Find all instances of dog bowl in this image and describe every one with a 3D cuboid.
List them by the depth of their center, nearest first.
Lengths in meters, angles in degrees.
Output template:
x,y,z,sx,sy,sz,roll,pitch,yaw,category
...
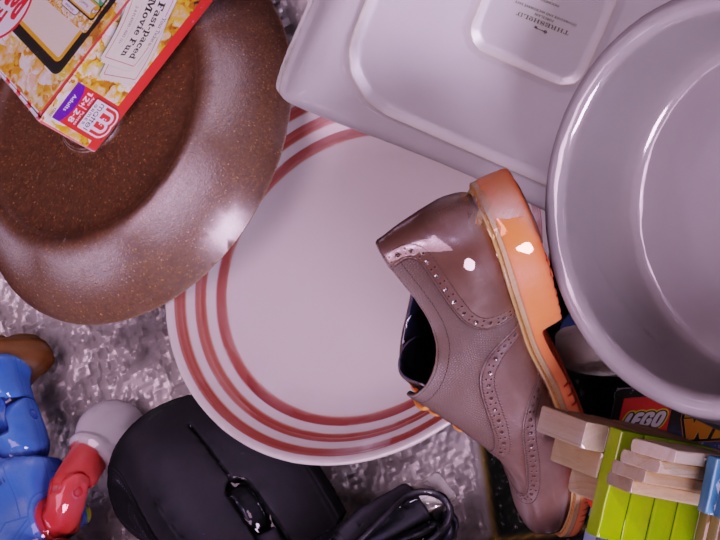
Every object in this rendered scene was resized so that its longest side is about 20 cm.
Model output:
x,y,z,sx,sy,sz,roll,pitch,yaw,category
0.163,-0.027,1.129,0.200,0.059,0.201,-1,89,36,dog bowl

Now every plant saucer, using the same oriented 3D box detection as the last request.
x,y,z,sx,sy,sz,roll,pitch,yaw,category
-0.124,-0.073,1.374,0.200,0.037,0.201,-14,63,31,plant saucer

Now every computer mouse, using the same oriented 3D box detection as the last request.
x,y,z,sx,sy,sz,roll,pitch,yaw,category
-0.057,0.102,1.304,0.200,0.138,0.053,31,145,53,computer mouse

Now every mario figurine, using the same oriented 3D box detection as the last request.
x,y,z,sx,sy,sz,roll,pitch,yaw,category
-0.159,0.138,1.415,0.124,0.106,0.200,114,139,-54,mario figurine

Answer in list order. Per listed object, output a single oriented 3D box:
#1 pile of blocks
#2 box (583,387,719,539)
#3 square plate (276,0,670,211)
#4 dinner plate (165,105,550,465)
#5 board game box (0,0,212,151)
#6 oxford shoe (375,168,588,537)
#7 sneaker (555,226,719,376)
x,y,z,sx,sy,sz,roll,pitch,yaw,category
0.149,0.107,1.116,0.200,0.082,0.062,14,92,43,pile of blocks
0.192,0.111,1.171,0.199,0.040,0.137,-5,54,31,box
0.081,-0.118,1.214,0.199,0.028,0.199,23,119,1,square plate
0.000,0.000,1.311,0.200,0.024,0.201,-11,63,22,dinner plate
-0.122,-0.182,1.364,0.200,0.046,0.152,-51,50,8,board game box
0.054,0.045,1.205,0.073,0.200,0.071,-20,37,-4,oxford shoe
0.166,-0.026,1.210,0.200,0.077,0.112,-22,69,38,sneaker
